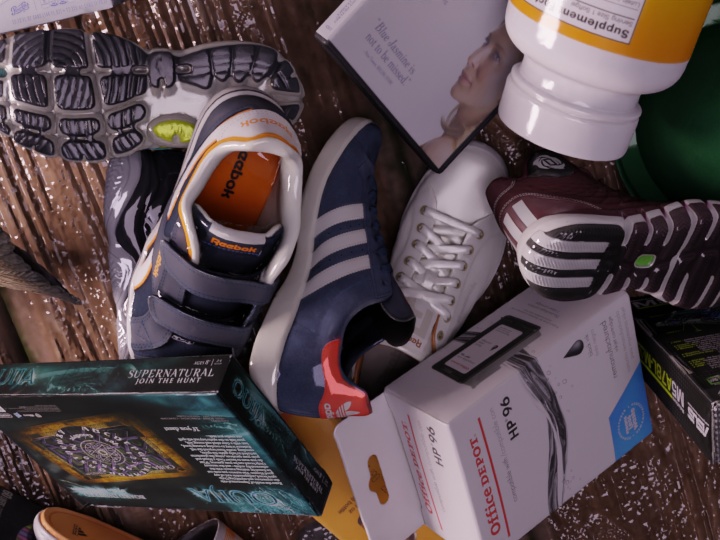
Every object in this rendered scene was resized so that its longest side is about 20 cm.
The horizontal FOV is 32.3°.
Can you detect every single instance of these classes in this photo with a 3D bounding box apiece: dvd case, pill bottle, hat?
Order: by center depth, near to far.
[{"bbox_3d":[0.147,-0.170,0.705,0.110,0.111,0.201,13,117,-8],"label":"pill bottle"},{"bbox_3d":[0.079,-0.169,0.749,0.200,0.018,0.143,-47,136,0],"label":"dvd case"},{"bbox_3d":[0.248,-0.082,0.751,0.199,0.176,0.166,37,100,-13],"label":"hat"}]

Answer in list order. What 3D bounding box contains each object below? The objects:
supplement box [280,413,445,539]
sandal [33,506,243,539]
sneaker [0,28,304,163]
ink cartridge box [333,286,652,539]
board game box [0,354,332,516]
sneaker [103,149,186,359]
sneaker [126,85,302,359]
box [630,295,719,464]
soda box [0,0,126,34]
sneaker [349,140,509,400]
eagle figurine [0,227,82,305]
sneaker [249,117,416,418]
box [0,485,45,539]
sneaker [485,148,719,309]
[{"bbox_3d":[0.001,0.145,0.853,0.200,0.069,0.067,43,99,-12],"label":"supplement box"},{"bbox_3d":[-0.119,0.197,0.846,0.205,0.079,0.060,28,100,-16],"label":"sandal"},{"bbox_3d":[-0.134,-0.104,0.766,0.198,0.080,0.078,3,95,-9],"label":"sneaker"},{"bbox_3d":[0.089,0.101,0.791,0.199,0.068,0.117,-32,121,-25],"label":"ink cartridge box"},{"bbox_3d":[-0.132,0.105,0.774,0.198,0.028,0.136,-3,139,29],"label":"board game box"},{"bbox_3d":[-0.100,0.015,0.804,0.113,0.076,0.202,-5,106,-3],"label":"sneaker"},{"bbox_3d":[-0.087,-0.003,0.722,0.078,0.079,0.202,9,109,-20],"label":"sneaker"},{"bbox_3d":[0.284,0.052,0.784,0.198,0.193,0.048,-8,104,-3],"label":"box"},{"bbox_3d":[-0.246,-0.169,0.747,0.198,0.068,0.064,-13,106,0],"label":"soda box"},{"bbox_3d":[0.047,0.015,0.809,0.072,0.085,0.202,21,102,-1],"label":"sneaker"},{"bbox_3d":[-0.260,-0.035,0.735,0.151,0.151,0.202,-33,133,-37],"label":"eagle figurine"},{"bbox_3d":[0.000,0.000,0.768,0.084,0.075,0.202,11,69,13],"label":"sneaker"},{"bbox_3d":[-0.194,0.254,0.838,0.199,0.122,0.107,32,100,-12],"label":"box"},{"bbox_3d":[0.166,-0.038,0.790,0.198,0.116,0.076,4,124,-31],"label":"sneaker"}]
